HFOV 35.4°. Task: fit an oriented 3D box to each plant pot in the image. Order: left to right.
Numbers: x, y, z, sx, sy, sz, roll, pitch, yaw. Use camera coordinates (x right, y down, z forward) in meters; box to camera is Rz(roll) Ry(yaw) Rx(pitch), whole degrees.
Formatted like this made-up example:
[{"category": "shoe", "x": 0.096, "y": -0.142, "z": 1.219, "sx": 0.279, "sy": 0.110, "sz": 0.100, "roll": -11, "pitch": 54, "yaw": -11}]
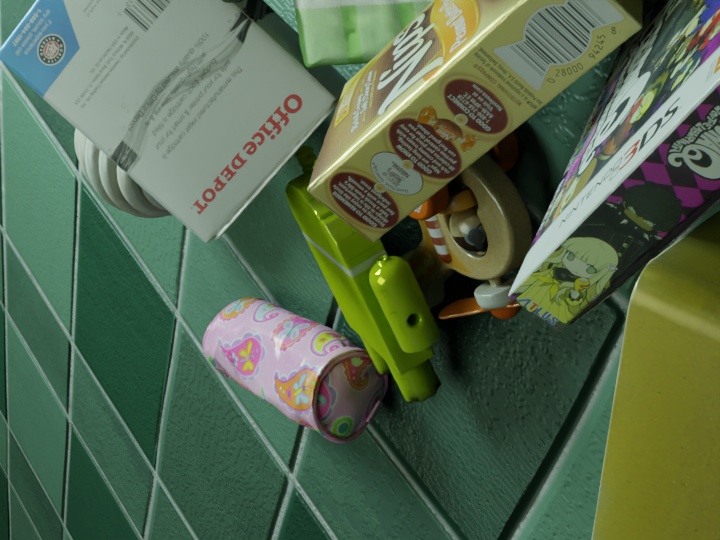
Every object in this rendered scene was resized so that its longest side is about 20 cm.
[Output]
[{"category": "plant pot", "x": 0.227, "y": 0.082, "z": 0.473, "sx": 0.176, "sy": 0.200, "sz": 0.201, "roll": 25, "pitch": 128, "yaw": 34}]

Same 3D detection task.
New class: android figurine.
[{"category": "android figurine", "x": 0.000, "y": 0.000, "z": 0.846, "sx": 0.201, "sy": 0.041, "sz": 0.182, "roll": 65, "pitch": 170, "yaw": -20}]

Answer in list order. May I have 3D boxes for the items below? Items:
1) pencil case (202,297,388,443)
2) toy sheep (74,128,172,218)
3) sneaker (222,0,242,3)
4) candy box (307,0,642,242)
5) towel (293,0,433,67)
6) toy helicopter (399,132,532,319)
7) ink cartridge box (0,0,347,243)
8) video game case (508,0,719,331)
[{"category": "pencil case", "x": -0.060, "y": 0.084, "z": 1.006, "sx": 0.200, "sy": 0.087, "sz": 0.088, "roll": 19, "pitch": 122, "yaw": 53}, {"category": "toy sheep", "x": -0.192, "y": -0.112, "z": 1.047, "sx": 0.200, "sy": 0.138, "sz": 0.138, "roll": 28, "pitch": 129, "yaw": 47}, {"category": "sneaker", "x": -0.124, "y": -0.262, "z": 0.735, "sx": 0.076, "sy": 0.114, "sz": 0.200, "roll": 128, "pitch": 136, "yaw": -63}, {"category": "candy box", "x": 0.061, "y": -0.115, "z": 0.617, "sx": 0.055, "sy": 0.116, "sz": 0.200, "roll": 38, "pitch": 128, "yaw": -19}, {"category": "towel", "x": 0.021, "y": -0.228, "z": 0.699, "sx": 0.149, "sy": 0.031, "sz": 0.201, "roll": 3, "pitch": 115, "yaw": 20}, {"category": "toy helicopter", "x": 0.069, "y": -0.012, "z": 0.783, "sx": 0.132, "sy": 0.079, "sz": 0.200, "roll": 54, "pitch": 156, "yaw": 9}, {"category": "ink cartridge box", "x": -0.128, "y": -0.142, "z": 0.802, "sx": 0.200, "sy": 0.084, "sz": 0.145, "roll": 43, "pitch": 108, "yaw": -7}, {"category": "video game case", "x": 0.149, "y": -0.091, "z": 0.492, "sx": 0.036, "sy": 0.200, "sz": 0.181, "roll": 32, "pitch": 144, "yaw": -3}]
